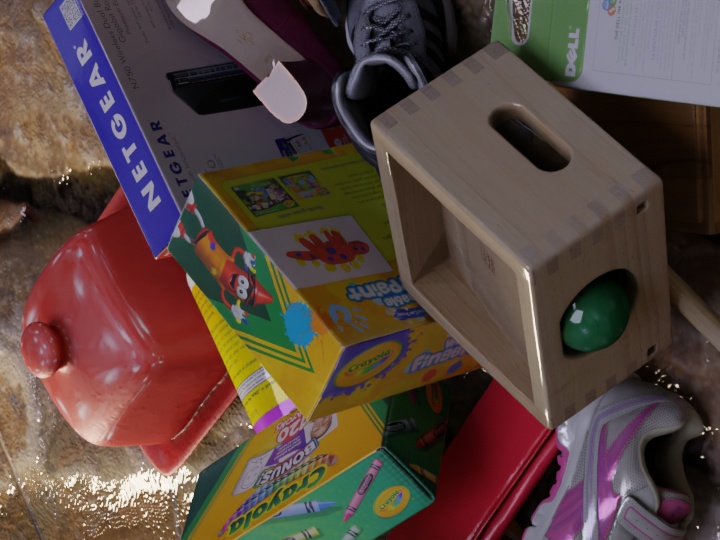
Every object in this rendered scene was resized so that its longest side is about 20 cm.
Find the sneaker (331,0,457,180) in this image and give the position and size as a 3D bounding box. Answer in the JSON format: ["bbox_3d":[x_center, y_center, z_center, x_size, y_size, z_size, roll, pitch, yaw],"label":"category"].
[{"bbox_3d":[0.022,-0.143,1.551,0.075,0.114,0.202,-15,75,13],"label":"sneaker"}]

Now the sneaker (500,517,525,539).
[{"bbox_3d":[0.101,0.218,1.611,0.199,0.082,0.079,19,113,42],"label":"sneaker"}]

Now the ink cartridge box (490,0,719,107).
[{"bbox_3d":[0.172,-0.156,1.409,0.199,0.059,0.105,12,99,45],"label":"ink cartridge box"}]

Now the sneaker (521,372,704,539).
[{"bbox_3d":[0.163,0.159,1.501,0.088,0.081,0.202,11,88,38],"label":"sneaker"}]

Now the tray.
[{"bbox_3d":[0.153,-0.082,1.507,0.199,0.037,0.100,7,106,45],"label":"tray"}]

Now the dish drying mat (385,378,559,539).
[{"bbox_3d":[0.085,0.134,1.582,0.077,0.018,0.201,41,102,44],"label":"dish drying mat"}]

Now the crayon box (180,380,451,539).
[{"bbox_3d":[-0.033,0.147,1.603,0.199,0.119,0.058,-34,114,27],"label":"crayon box"}]

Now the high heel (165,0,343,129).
[{"bbox_3d":[-0.077,-0.181,1.668,0.067,0.096,0.201,-36,78,24],"label":"high heel"}]

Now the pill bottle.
[{"bbox_3d":[-0.062,0.027,1.718,0.104,0.104,0.201,-39,73,45],"label":"pill bottle"}]

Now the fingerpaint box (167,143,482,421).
[{"bbox_3d":[0.000,0.000,1.573,0.167,0.199,0.074,48,131,26],"label":"fingerpaint box"}]

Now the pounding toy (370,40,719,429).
[{"bbox_3d":[0.130,-0.011,1.431,0.200,0.142,0.185,44,159,35],"label":"pounding toy"}]

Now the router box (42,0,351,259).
[{"bbox_3d":[-0.106,-0.120,1.671,0.049,0.179,0.201,-40,72,46],"label":"router box"}]

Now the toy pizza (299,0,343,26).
[{"bbox_3d":[-0.072,-0.251,1.611,0.032,0.200,0.201,-30,74,3],"label":"toy pizza"}]

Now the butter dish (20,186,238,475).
[{"bbox_3d":[-0.199,0.050,1.843,0.200,0.147,0.200,57,135,18],"label":"butter dish"}]
